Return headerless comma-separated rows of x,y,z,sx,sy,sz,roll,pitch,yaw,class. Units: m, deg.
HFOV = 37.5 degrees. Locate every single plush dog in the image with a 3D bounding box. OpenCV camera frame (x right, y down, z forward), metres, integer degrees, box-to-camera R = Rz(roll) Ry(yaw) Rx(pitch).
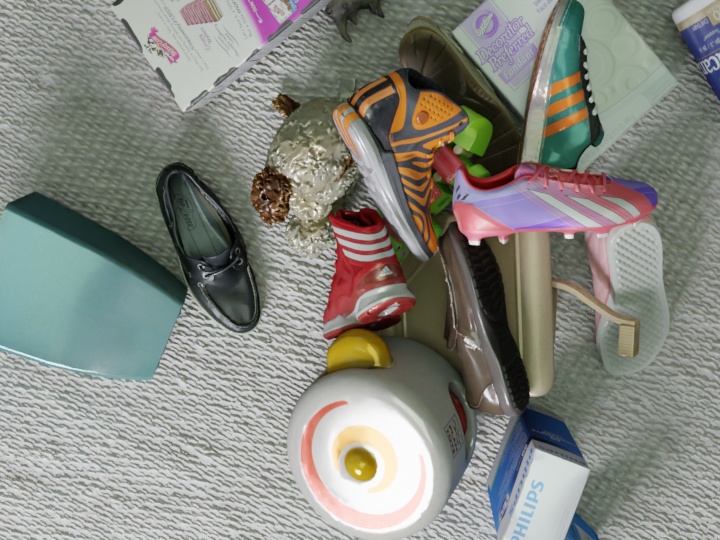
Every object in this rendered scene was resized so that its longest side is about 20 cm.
-0.038,-0.123,1.073,0.200,0.172,0.161,-42,92,7,plush dog

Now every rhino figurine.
0.004,-0.341,1.108,0.086,0.060,0.204,10,97,5,rhino figurine

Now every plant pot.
-0.290,0.027,1.122,0.197,0.141,0.143,23,97,-9,plant pot

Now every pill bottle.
0.410,-0.205,1.071,0.110,0.111,0.202,-31,93,5,pill bottle

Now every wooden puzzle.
0.108,0.034,1.125,0.197,0.037,0.189,0,96,28,wooden puzzle

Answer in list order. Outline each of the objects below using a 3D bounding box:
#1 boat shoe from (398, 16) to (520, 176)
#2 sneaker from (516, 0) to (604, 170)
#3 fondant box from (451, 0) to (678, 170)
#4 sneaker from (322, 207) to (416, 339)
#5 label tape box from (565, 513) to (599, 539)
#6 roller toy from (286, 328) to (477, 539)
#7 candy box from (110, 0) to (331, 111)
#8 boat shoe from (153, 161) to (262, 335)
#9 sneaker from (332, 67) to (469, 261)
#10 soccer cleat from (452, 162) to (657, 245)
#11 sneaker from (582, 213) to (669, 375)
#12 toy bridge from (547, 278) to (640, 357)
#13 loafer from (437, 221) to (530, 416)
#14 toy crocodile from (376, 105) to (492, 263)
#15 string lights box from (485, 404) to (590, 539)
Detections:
0.110,-0.177,1.111,0.072,0.065,0.201,-30,114,23,boat shoe
0.206,-0.166,1.054,0.078,0.071,0.204,9,105,3,sneaker
0.210,-0.219,1.108,0.144,0.058,0.200,-42,91,6,fondant box
0.000,0.000,1.088,0.077,0.200,0.118,-9,80,-22,sneaker
0.174,0.353,1.120,0.066,0.143,0.201,40,96,-1,label tape box
0.022,0.171,1.089,0.181,0.140,0.202,33,116,10,roller toy
-0.141,-0.280,1.102,0.199,0.061,0.137,-34,93,17,candy box
-0.160,-0.024,1.136,0.073,0.066,0.202,-22,92,-16,boat shoe
0.060,-0.101,0.995,0.111,0.078,0.201,-34,135,-6,sneaker
0.186,-0.073,1.017,0.196,0.067,0.078,-6,111,6,soccer cleat
0.279,0.006,1.126,0.074,0.105,0.203,-7,124,1,sneaker
0.193,0.043,1.105,0.197,0.027,0.069,7,100,32,toy bridge
0.108,0.053,1.064,0.070,0.073,0.204,-16,86,30,loafer
0.067,-0.077,1.082,0.068,0.061,0.201,48,112,22,toy crocodile
0.175,0.210,1.079,0.058,0.200,0.104,20,97,1,string lights box
